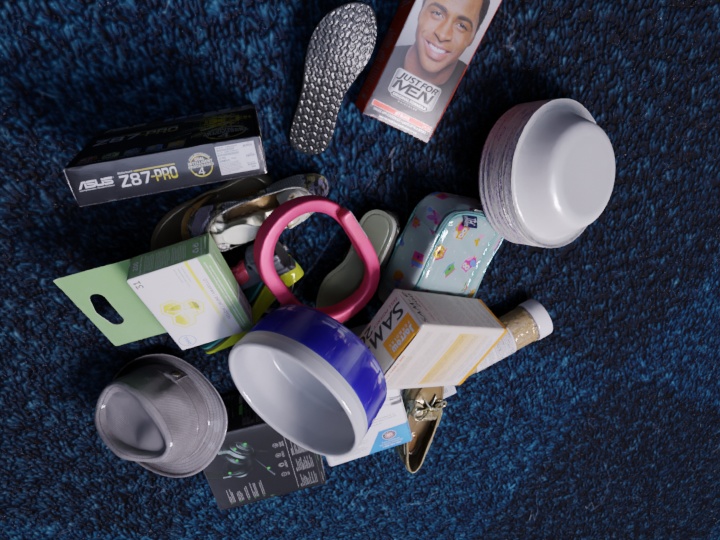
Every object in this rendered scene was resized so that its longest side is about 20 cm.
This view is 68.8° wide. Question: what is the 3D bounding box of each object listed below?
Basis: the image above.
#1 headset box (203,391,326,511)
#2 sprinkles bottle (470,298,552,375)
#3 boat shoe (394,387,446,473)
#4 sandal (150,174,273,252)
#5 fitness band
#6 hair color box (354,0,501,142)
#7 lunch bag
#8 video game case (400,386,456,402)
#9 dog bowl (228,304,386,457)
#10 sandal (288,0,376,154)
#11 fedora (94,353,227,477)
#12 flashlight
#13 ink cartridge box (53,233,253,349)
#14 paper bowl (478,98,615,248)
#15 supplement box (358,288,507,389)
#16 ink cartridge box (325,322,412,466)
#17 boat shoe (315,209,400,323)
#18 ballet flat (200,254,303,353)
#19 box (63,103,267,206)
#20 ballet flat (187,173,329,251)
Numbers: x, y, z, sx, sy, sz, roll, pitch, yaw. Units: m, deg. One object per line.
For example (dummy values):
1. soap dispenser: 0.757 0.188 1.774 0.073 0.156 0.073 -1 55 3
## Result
1. headset box: -0.174 0.294 0.888 0.200 0.093 0.174 -13 120 -6
2. sprinkles bottle: 0.224 0.121 0.892 0.200 0.068 0.068 -27 121 -7
3. boat shoe: 0.111 0.267 0.933 0.073 0.063 0.200 2 117 -13
4. sandal: -0.203 -0.064 0.713 0.200 0.054 0.080 -32 120 4
5. fitness band: -0.054 -0.008 0.693 0.144 0.037 0.200 -36 130 -5
6. hair color box: 0.083 -0.277 0.665 0.101 0.061 0.200 19 111 -21
7. lunch bag: 0.129 -0.017 0.786 0.160 0.077 0.200 4 120 -39
8. video game case: 0.052 0.191 0.929 0.200 0.023 0.182 -25 120 1
9. dog bowl: -0.069 0.144 0.681 0.200 0.079 0.200 22 137 22
10. sandal: -0.045 -0.245 0.666 0.075 0.048 0.201 15 125 -22
11. fedora: -0.305 0.218 0.765 0.200 0.090 0.177 39 98 12
12. flashlight: -0.194 0.011 0.720 0.200 0.068 0.068 -24 96 15
13. ink cartridge box: -0.255 0.044 0.664 0.200 0.048 0.146 -18 135 0
14. paper bowl: 0.266 -0.131 0.721 0.200 0.104 0.201 -7 103 -31
15. supplement box: 0.100 0.101 0.751 0.200 0.074 0.126 9 125 -43
16. ink cartridge box: -0.012 0.202 0.855 0.146 0.086 0.200 -17 115 -3
17. boat shoe: 0.000 0.000 0.788 0.072 0.061 0.201 35 110 13
18. ballet flat: -0.157 0.058 0.786 0.067 0.067 0.200 31 105 -34
19. box: -0.213 -0.139 0.610 0.200 0.161 0.049 -12 119 -6
20. ballet flat: -0.121 -0.071 0.687 0.200 0.072 0.072 -22 122 -20
